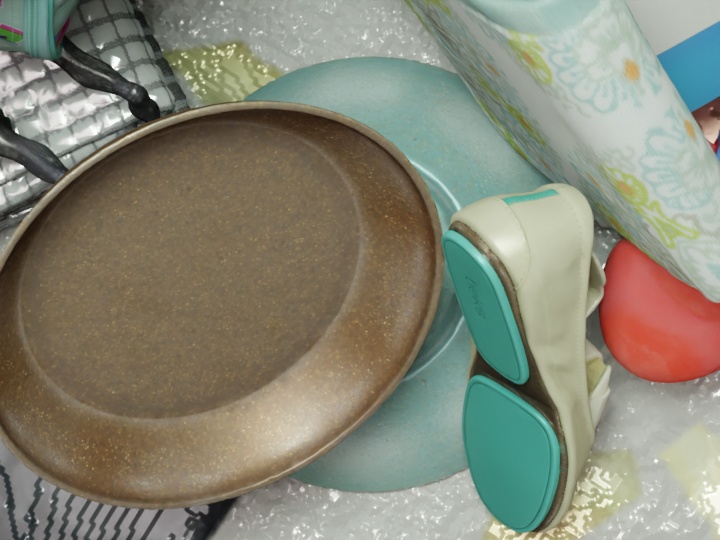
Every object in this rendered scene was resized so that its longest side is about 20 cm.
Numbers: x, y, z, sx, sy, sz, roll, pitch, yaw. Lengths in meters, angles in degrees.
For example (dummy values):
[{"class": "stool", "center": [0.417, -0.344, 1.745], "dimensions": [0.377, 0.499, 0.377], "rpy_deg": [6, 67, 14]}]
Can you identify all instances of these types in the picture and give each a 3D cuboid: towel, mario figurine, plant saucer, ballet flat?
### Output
[{"class": "towel", "center": [-0.198, -0.093, 1.257], "dimensions": [0.200, 0.086, 0.166], "rpy_deg": [-27, 84, 5]}, {"class": "mario figurine", "center": [0.174, -0.037, 1.211], "dimensions": [0.200, 0.106, 0.123], "rpy_deg": [-55, 37, -7]}, {"class": "plant saucer", "center": [0.000, 0.000, 1.241], "dimensions": [0.200, 0.039, 0.202], "rpy_deg": [-1, 86, 9]}, {"class": "ballet flat", "center": [0.079, 0.037, 1.172], "dimensions": [0.069, 0.200, 0.070], "rpy_deg": [-3, 50, 4]}, {"class": "towel", "center": [0.078, -0.087, 1.123], "dimensions": [0.048, 0.200, 0.171], "rpy_deg": [-42, 124, -3]}, {"class": "plant saucer", "center": [-0.064, 0.009, 1.116], "dimensions": [0.200, 0.200, 0.037], "rpy_deg": [-37, 41, 5]}]

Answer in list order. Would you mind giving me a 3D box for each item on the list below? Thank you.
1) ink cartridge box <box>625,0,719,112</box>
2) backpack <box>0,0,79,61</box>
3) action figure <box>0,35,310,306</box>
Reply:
[{"class": "ink cartridge box", "center": [0.126, -0.196, 1.131], "dimensions": [0.144, 0.200, 0.147], "rpy_deg": [-29, 47, 6]}, {"class": "backpack", "center": [-0.135, -0.178, 1.050], "dimensions": [0.153, 0.200, 0.176], "rpy_deg": [5, 64, -14]}, {"class": "action figure", "center": [-0.078, -0.031, 1.166], "dimensions": [0.200, 0.102, 0.119], "rpy_deg": [30, 101, -11]}]
